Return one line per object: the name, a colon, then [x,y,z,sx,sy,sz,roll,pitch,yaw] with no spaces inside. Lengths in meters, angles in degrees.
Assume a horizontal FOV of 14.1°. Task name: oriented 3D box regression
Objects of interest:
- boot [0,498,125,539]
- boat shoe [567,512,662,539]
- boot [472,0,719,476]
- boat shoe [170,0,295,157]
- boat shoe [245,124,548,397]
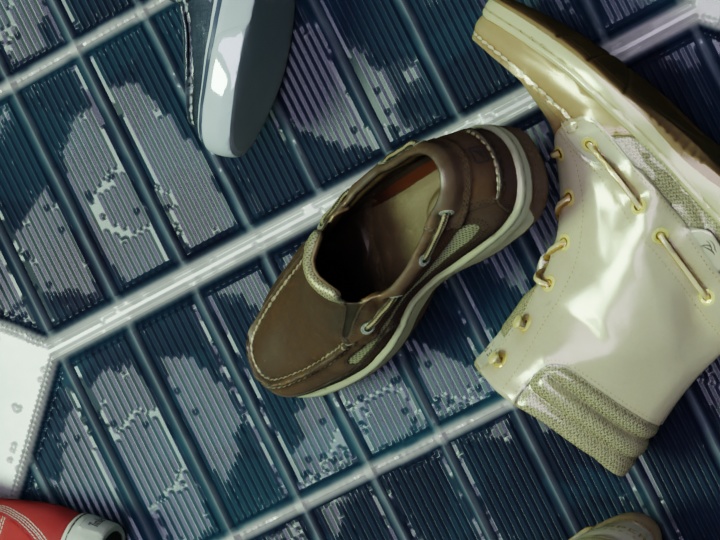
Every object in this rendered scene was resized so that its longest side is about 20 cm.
boot: [-0.211,0.208,1.489,0.144,0.072,0.201,13,91,15]
boat shoe: [0.080,0.195,1.407,0.071,0.065,0.200,43,120,1]
boot: [0.097,-0.017,1.378,0.200,0.073,0.156,42,106,5]
boat shoe: [-0.081,-0.158,1.417,0.091,0.071,0.201,8,91,16]
boat shoe: [-0.003,-0.005,1.372,0.202,0.075,0.075,-45,62,37]
